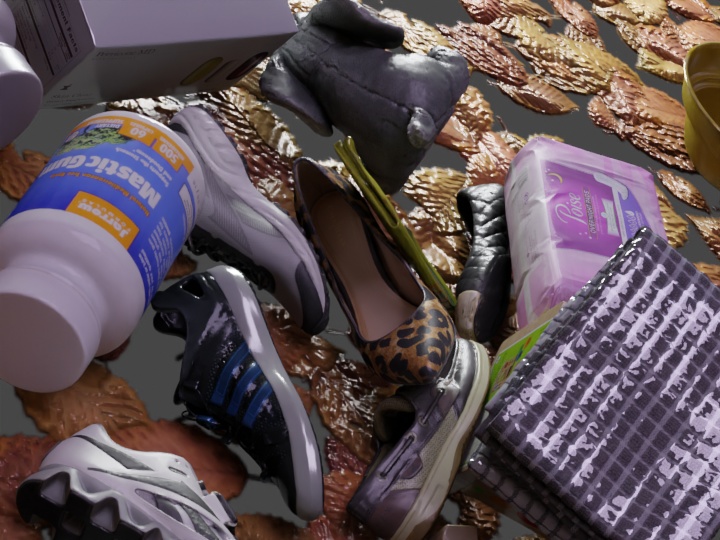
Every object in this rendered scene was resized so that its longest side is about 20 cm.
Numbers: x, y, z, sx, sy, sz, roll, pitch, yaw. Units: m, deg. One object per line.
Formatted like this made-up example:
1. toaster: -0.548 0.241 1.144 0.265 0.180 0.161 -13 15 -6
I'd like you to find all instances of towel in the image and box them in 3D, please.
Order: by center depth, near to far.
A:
1. towel: 0.184 0.093 1.094 0.165 0.086 0.200 41 68 -1
2. towel: 0.031 -0.031 1.279 0.086 0.018 0.200 54 0 24

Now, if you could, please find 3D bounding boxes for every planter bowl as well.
1. planter bowl: 0.386 -0.129 1.679 0.199 0.084 0.201 19 41 -17

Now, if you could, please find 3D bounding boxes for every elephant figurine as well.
1. elephant figurine: -0.022 -0.163 1.397 0.200 0.155 0.142 35 53 1

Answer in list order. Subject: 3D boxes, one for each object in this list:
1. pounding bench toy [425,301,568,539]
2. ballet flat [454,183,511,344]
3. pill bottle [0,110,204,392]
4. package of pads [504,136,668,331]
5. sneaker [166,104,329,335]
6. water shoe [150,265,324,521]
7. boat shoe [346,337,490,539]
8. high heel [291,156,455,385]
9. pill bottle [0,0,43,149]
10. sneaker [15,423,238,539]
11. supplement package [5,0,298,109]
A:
1. pounding bench toy: 0.146 0.157 1.177 0.155 0.124 0.201 30 68 -6
2. ballet flat: 0.096 -0.004 1.378 0.056 0.067 0.200 1 33 11
3. pill bottle: -0.186 -0.012 1.134 0.112 0.112 0.200 29 38 -5
4. package of pads: 0.179 -0.010 1.325 0.120 0.076 0.201 16 39 -14
5. sneaker: -0.095 -0.027 1.260 0.079 0.074 0.200 -36 79 -19
6. water shoe: -0.086 0.091 1.150 0.079 0.072 0.201 -18 59 -13
7. boat shoe: 0.042 0.110 1.198 0.065 0.073 0.200 33 38 -9
8. high heel: 0.000 0.000 1.215 0.143 0.071 0.200 55 3 -24
9. pill bottle: -0.318 -0.178 1.208 0.119 0.120 0.200 -18 62 -45
10. sneaker: -0.106 0.160 1.041 0.200 0.074 0.089 35 40 0
11. supplement package: -0.177 -0.226 1.330 0.199 0.111 0.157 -12 76 -41
